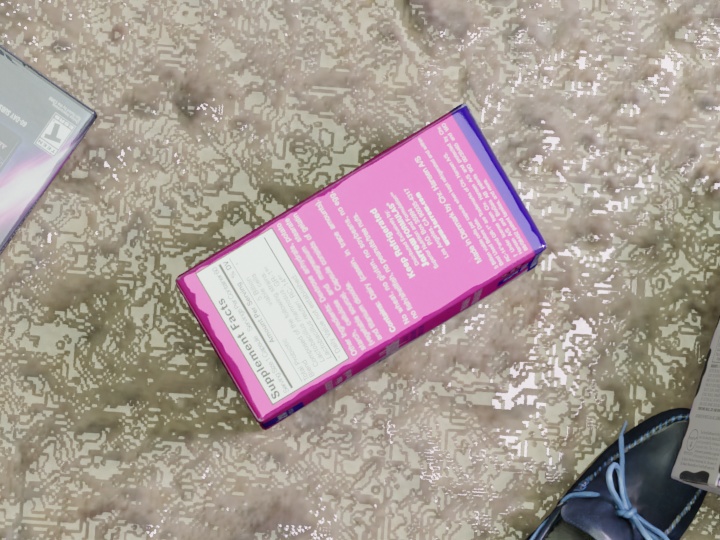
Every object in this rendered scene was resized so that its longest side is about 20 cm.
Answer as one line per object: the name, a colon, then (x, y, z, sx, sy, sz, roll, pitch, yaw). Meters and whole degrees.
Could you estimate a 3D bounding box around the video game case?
video game case: (-0.275, -0.054, 1.710, 0.142, 0.019, 0.201, 34, 84, 4)

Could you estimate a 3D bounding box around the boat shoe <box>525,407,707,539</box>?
boat shoe: (0.144, 0.165, 1.658, 0.084, 0.069, 0.200, 39, 85, 4)

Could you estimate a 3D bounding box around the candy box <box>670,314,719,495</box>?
candy box: (0.295, 0.054, 1.647, 0.167, 0.071, 0.201, 20, 84, -17)

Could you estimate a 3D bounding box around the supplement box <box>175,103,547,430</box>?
supplement box: (0.000, 0.000, 1.661, 0.199, 0.101, 0.104, -30, 85, -2)
